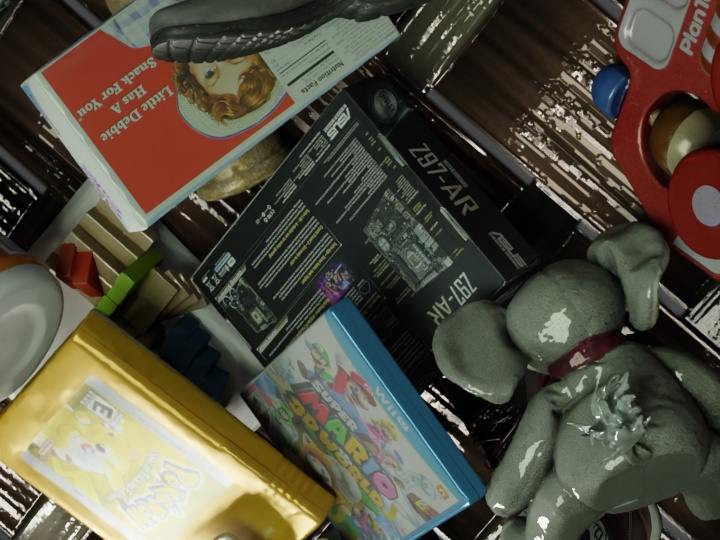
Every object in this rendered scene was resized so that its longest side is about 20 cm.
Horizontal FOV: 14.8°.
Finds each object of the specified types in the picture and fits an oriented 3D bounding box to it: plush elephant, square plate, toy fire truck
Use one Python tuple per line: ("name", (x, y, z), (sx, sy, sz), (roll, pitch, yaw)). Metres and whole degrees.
("plush elephant", (0.135, 0.065, 1.644), (0.165, 0.200, 0.155), (-19, 61, -1))
("square plate", (-0.163, 0.062, 1.889), (0.200, 0.028, 0.198), (45, 122, 0))
("toy fire truck", (0.212, -0.105, 1.613), (0.168, 0.112, 0.200), (41, 128, 34))

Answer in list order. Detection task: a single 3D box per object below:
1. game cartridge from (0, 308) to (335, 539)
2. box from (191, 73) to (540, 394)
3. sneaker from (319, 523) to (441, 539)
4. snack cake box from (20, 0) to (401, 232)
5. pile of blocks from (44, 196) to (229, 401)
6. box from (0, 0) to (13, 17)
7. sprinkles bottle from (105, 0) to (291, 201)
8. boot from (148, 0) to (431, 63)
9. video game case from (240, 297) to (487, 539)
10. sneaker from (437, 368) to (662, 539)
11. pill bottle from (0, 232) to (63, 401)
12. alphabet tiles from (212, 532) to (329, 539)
("game cartridge", (-0.136, 0.131, 1.812), (0.200, 0.032, 0.176), (39, 140, -5))
("box", (0.000, 0.000, 1.747), (0.160, 0.044, 0.200), (49, 130, 12))
("sneaker", (-0.004, 0.242, 1.869), (0.114, 0.076, 0.199), (43, 117, 9))
("snack cake box", (-0.090, -0.127, 1.680), (0.200, 0.067, 0.115), (-37, 97, -12))
("pile of blocks", (-0.139, 0.050, 1.820), (0.082, 0.062, 0.200), (-22, 103, 30))
("box", (-0.335, -0.166, 1.859), (0.144, 0.036, 0.200), (43, 124, 1))
("sprinkles bottle", (-0.114, -0.145, 1.751), (0.068, 0.068, 0.200), (-18, 104, 29))
("boot", (-0.049, -0.202, 1.633), (0.070, 0.200, 0.132), (-21, 87, 65))
("video game case", (-0.002, 0.104, 1.714), (0.143, 0.018, 0.200), (54, 155, 4))
("sneaker", (0.107, 0.123, 1.743), (0.200, 0.116, 0.076), (48, 122, -2))
("pill bottle", (-0.299, -0.004, 1.817), (0.200, 0.112, 0.112), (36, 123, 25))
("alphabet tiles", (-0.042, 0.249, 1.833), (0.196, 0.015, 0.200), (34, 132, -14))
